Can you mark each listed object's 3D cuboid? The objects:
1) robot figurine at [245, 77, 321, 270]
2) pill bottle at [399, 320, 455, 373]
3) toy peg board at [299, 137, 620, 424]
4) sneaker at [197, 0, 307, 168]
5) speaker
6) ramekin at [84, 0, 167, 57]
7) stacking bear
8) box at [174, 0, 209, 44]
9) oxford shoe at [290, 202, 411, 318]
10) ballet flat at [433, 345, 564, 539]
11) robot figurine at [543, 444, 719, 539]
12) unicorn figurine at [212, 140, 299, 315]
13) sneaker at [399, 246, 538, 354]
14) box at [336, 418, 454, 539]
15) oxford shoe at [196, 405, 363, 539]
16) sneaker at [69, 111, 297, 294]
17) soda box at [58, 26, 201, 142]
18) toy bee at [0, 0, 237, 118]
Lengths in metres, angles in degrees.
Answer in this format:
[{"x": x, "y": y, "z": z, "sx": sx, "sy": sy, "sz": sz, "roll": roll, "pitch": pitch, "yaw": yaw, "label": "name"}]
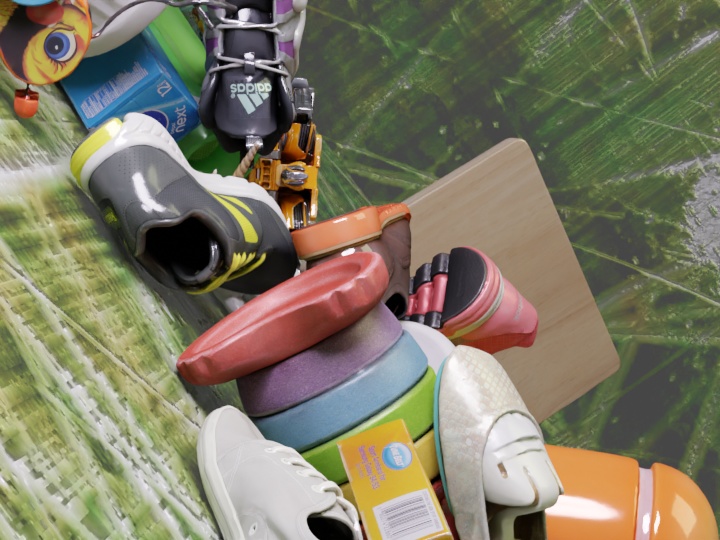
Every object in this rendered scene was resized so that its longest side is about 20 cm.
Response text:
[{"x": -0.064, "y": -0.068, "z": 1.525, "sx": 0.200, "sy": 0.058, "sz": 0.146, "roll": -176, "pitch": -90, "yaw": -85, "label": "robot figurine"}, {"x": 0.052, "y": 0.121, "z": 1.340, "sx": 0.113, "sy": 0.113, "sz": 0.200, "roll": 57, "pitch": 5, "yaw": 35, "label": "pill bottle"}, {"x": 0.061, "y": 0.032, "z": 1.537, "sx": 0.098, "sy": 0.199, "sz": 0.200, "roll": 12, "pitch": -50, "yaw": 64, "label": "toy peg board"}, {"x": -0.068, "y": -0.142, "z": 1.303, "sx": 0.200, "sy": 0.077, "sz": 0.141, "roll": 86, "pitch": 5, "yaw": -58, "label": "sneaker"}, {"x": -0.149, "y": -0.145, "z": 1.457, "sx": 0.200, "sy": 0.088, "sz": 0.088, "roll": 56, "pitch": 6, "yaw": 28, "label": "speaker"}, {"x": -0.176, "y": -0.243, "z": 1.279, "sx": 0.094, "sy": 0.203, "sz": 0.203, "roll": 28, "pitch": 20, "yaw": -40, "label": "ramekin"}, {"x": 0.005, "y": 0.102, "z": 1.108, "sx": 0.201, "sy": 0.121, "sz": 0.114, "roll": 63, "pitch": 13, "yaw": -8, "label": "stacking bear"}, {"x": -0.128, "y": -0.195, "z": 1.526, "sx": 0.200, "sy": 0.039, "sz": 0.138, "roll": -1, "pitch": -74, "yaw": 64, "label": "box"}, {"x": 0.000, "y": 0.000, "z": 1.298, "sx": 0.200, "sy": 0.071, "sz": 0.073, "roll": -18, "pitch": 90, "yaw": -78, "label": "oxford shoe"}, {"x": 0.084, "y": 0.137, "z": 1.071, "sx": 0.067, "sy": 0.062, "sz": 0.201, "roll": -10, "pitch": 94, "yaw": -47, "label": "ballet flat"}, {"x": 0.124, "y": 0.164, "z": 1.199, "sx": 0.144, "sy": 0.199, "sz": 0.117, "roll": 89, "pitch": 10, "yaw": -67, "label": "robot figurine"}, {"x": -0.075, "y": -0.006, "z": 1.351, "sx": 0.138, "sy": 0.074, "sz": 0.200, "roll": 52, "pitch": -11, "yaw": -11, "label": "unicorn figurine"}, {"x": 0.037, "y": 0.051, "z": 1.385, "sx": 0.087, "sy": 0.199, "sz": 0.074, "roll": 33, "pitch": 55, "yaw": -32, "label": "sneaker"}, {"x": 0.044, "y": 0.184, "z": 0.972, "sx": 0.119, "sy": 0.041, "sz": 0.201, "roll": -114, "pitch": -178, "yaw": -67, "label": "box"}, {"x": -0.031, "y": 0.114, "z": 0.930, "sx": 0.075, "sy": 0.058, "sz": 0.200, "roll": 49, "pitch": 5, "yaw": -24, "label": "oxford shoe"}, {"x": -0.097, "y": -0.015, "z": 1.198, "sx": 0.200, "sy": 0.074, "sz": 0.085, "roll": 32, "pitch": 26, "yaw": -53, "label": "sneaker"}, {"x": -0.182, "y": -0.163, "z": 1.377, "sx": 0.200, "sy": 0.064, "sz": 0.068, "roll": 57, "pitch": 6, "yaw": 34, "label": "soda box"}, {"x": -0.187, "y": -0.144, "z": 1.120, "sx": 0.199, "sy": 0.109, "sz": 0.131, "roll": 29, "pitch": 11, "yaw": 7, "label": "toy bee"}]
